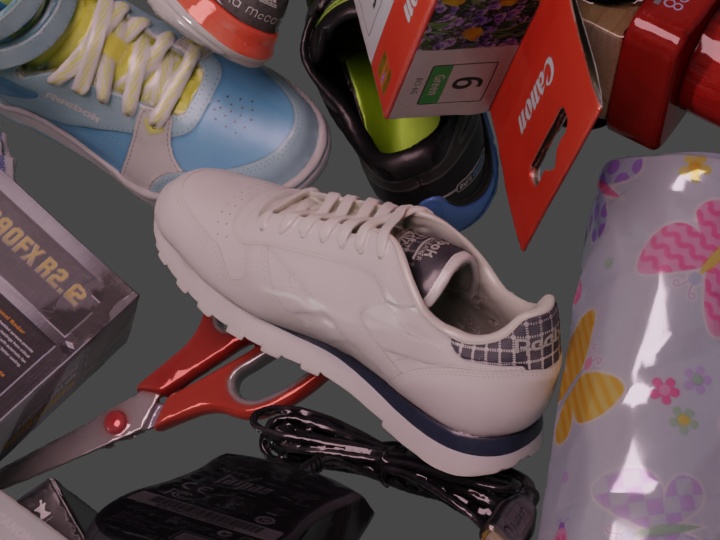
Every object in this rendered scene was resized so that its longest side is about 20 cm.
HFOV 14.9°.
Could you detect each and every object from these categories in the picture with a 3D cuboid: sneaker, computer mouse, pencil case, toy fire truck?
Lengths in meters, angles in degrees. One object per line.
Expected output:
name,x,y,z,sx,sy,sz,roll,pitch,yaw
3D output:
sneaker,0.009,-0.111,1.185,0.070,0.083,0.201,-22,64,9
computer mouse,-0.013,0.109,1.066,0.140,0.200,0.046,13,107,19
sneaker,-0.068,-0.167,1.209,0.082,0.077,0.200,-54,43,17
pencil case,0.124,0.054,1.082,0.090,0.083,0.201,14,70,-17
toy fire truck,0.187,-0.115,1.087,0.199,0.129,0.176,27,51,16
sneaker,-0.114,-0.093,1.189,0.199,0.131,0.080,20,75,22
sneaker,0.000,0.000,1.130,0.199,0.081,0.076,30,45,24

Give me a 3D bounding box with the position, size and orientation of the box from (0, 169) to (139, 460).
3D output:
box,-0.219,0.004,1.166,0.200,0.048,0.158,41,60,9

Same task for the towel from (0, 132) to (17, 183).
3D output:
towel,-0.242,0.007,1.200,0.199,0.024,0.148,-1,63,-15

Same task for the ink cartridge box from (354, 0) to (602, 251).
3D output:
ink cartridge box,0.035,-0.118,1.085,0.050,0.109,0.201,-4,61,-17

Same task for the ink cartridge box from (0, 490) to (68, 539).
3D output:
ink cartridge box,-0.163,0.193,1.059,0.160,0.047,0.200,32,75,25

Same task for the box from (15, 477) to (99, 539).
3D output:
box,-0.163,0.202,1.115,0.199,0.079,0.142,-34,67,2

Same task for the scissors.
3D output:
scissors,-0.091,0.065,1.183,0.200,0.014,0.073,-38,65,-2
